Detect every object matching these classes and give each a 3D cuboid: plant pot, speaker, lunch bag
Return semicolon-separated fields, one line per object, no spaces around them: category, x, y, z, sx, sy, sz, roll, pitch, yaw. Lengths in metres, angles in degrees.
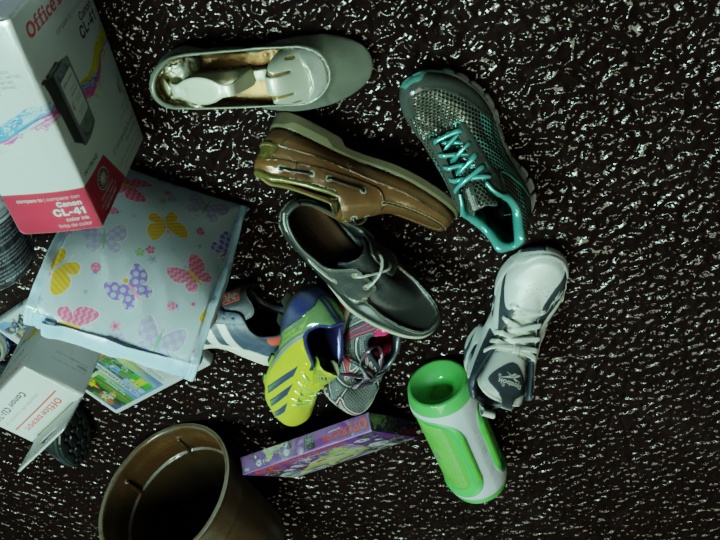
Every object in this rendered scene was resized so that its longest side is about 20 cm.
plant pot;-0.213;0.346;1.153;0.200;0.201;0.198;-16;135;20
speaker;0.122;0.202;1.045;0.088;0.089;0.200;-12;129;17
lunch bag;-0.218;0.008;0.834;0.169;0.200;0.127;17;132;-9

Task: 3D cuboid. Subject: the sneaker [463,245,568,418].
sneaker;0.165;0.079;0.898;0.079;0.130;0.199;20;131;-12

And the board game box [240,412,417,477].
board game box;-0.040;0.228;1.091;0.200;0.032;0.120;-24;151;26

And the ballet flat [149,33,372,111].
ballet flat;-0.089;-0.167;0.748;0.199;0.064;0.068;-1;119;8

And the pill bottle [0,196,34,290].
pill bottle;-0.400;-0.079;0.841;0.106;0.106;0.200;4;132;4

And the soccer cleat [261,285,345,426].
soccer cleat;-0.059;0.109;0.927;0.065;0.084;0.201;-21;137;-37

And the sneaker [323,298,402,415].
sneaker;0.002;0.100;0.956;0.080;0.075;0.200;-15;138;-23

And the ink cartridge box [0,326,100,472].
ink cartridge box;-0.329;0.098;0.898;0.067;0.200;0.116;34;127;-23

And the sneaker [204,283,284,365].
sneaker;-0.161;0.046;0.950;0.199;0.075;0.085;10;135;-16

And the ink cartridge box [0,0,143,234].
ink cartridge box;-0.272;-0.154;0.730;0.085;0.148;0.200;-2;133;8

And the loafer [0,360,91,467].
loafer;-0.415;0.186;1.114;0.070;0.068;0.201;11;138;23

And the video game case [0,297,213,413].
video game case;-0.313;0.086;1.036;0.182;0.022;0.200;-28;124;28

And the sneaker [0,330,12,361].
sneaker;-0.506;0.059;0.992;0.077;0.085;0.200;-31;121;30

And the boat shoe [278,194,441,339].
boat shoe;0.000;0.000;0.847;0.200;0.068;0.072;40;82;-5

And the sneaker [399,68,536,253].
sneaker;0.105;-0.096;0.774;0.077;0.091;0.200;-28;123;27

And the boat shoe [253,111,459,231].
boat shoe;-0.005;-0.075;0.807;0.200;0.068;0.072;24;169;-5
